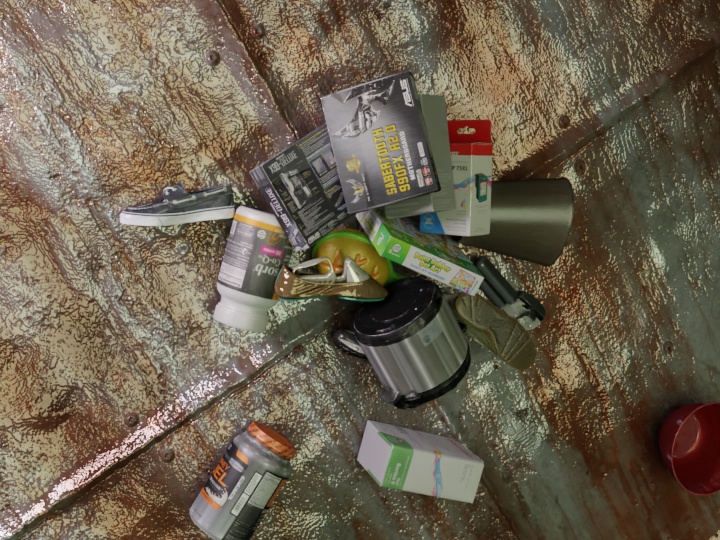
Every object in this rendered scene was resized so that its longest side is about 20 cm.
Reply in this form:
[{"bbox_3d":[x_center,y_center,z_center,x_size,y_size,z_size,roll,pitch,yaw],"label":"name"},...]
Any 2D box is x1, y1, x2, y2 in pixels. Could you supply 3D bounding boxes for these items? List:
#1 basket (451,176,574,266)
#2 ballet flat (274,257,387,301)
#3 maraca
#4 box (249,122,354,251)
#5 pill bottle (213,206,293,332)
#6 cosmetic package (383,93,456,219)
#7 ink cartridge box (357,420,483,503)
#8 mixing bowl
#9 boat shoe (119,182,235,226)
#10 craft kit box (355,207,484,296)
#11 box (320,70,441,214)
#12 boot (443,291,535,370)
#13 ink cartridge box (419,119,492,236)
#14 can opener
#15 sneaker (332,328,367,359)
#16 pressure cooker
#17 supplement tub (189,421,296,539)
[{"bbox_3d":[0.278,-0.099,1.733,0.198,0.136,0.182,4,122,-14],"label":"basket"},{"bbox_3d":[-0.047,0.013,1.562,0.198,0.068,0.073,1,107,-10],"label":"ballet flat"},{"bbox_3d":[0.000,0.000,1.660,0.200,0.136,0.108,41,41,-28],"label":"maraca"},{"bbox_3d":[-0.068,-0.152,1.559,0.200,0.050,0.159,-38,103,-30],"label":"box"},{"bbox_3d":[-0.185,-0.002,1.593,0.115,0.116,0.202,14,93,-20],"label":"pill bottle"},{"bbox_3d":[0.094,-0.197,1.585,0.090,0.106,0.202,-13,94,-53],"label":"cosmetic package"},{"bbox_3d":[0.112,0.361,1.735,0.198,0.145,0.088,14,94,-21],"label":"ink cartridge box"},{"bbox_3d":[0.717,0.365,1.966,0.198,0.108,0.203,-3,100,-19],"label":"mixing bowl"},{"bbox_3d":[-0.310,-0.115,1.556,0.198,0.072,0.069,-7,103,-21],"label":"boat shoe"},{"bbox_3d":[0.102,-0.044,1.642,0.196,0.200,0.049,20,107,-21],"label":"craft kit box"},{"bbox_3d":[0.034,-0.209,1.516,0.157,0.048,0.202,-13,89,13],"label":"box"},{"bbox_3d":[0.228,0.109,1.732,0.200,0.154,0.072,40,78,-14],"label":"boot"},{"bbox_3d":[0.169,-0.166,1.626,0.067,0.115,0.203,-7,100,-47],"label":"ink cartridge box"},{"bbox_3d":[0.286,0.044,1.806,0.200,0.052,0.067,43,49,-21],"label":"can opener"},{"bbox_3d":[0.039,0.134,1.724,0.198,0.074,0.081,17,81,-26],"label":"sneaker"},{"bbox_3d":[0.097,0.137,1.607,0.174,0.179,0.201,-22,117,15],"label":"pressure cooker"},{"bbox_3d":[-0.206,0.380,1.640,0.122,0.122,0.201,34,86,-20],"label":"supplement tub"}]
